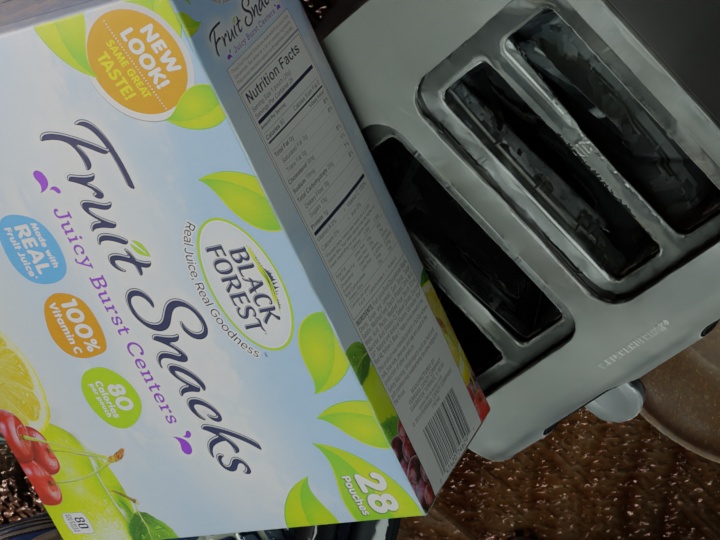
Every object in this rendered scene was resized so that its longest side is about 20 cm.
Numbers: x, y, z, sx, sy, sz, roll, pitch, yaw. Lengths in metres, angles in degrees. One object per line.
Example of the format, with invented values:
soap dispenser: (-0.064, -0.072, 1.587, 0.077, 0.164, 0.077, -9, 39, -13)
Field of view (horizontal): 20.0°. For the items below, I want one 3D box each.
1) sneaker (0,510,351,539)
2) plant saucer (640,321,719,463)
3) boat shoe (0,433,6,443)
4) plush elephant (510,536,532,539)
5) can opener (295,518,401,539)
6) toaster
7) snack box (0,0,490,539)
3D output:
sneaker: (-0.104, 0.130, 1.005, 0.198, 0.085, 0.078, -9, 114, -14)
plant saucer: (0.205, 0.015, 0.872, 0.198, 0.037, 0.201, 2, 136, 2)
boat shoe: (-0.156, 0.039, 0.905, 0.198, 0.071, 0.072, 8, 137, -2)
plush elephant: (0.084, 0.214, 1.030, 0.155, 0.165, 0.200, 44, 95, 9)
can opener: (-0.007, 0.124, 0.950, 0.063, 0.079, 0.202, 12, 104, -20)
toaster: (0.067, -0.054, 0.718, 0.200, 0.119, 0.181, 46, 130, -9)
snack box: (-0.071, -0.006, 0.703, 0.168, 0.068, 0.201, -9, 119, 34)
